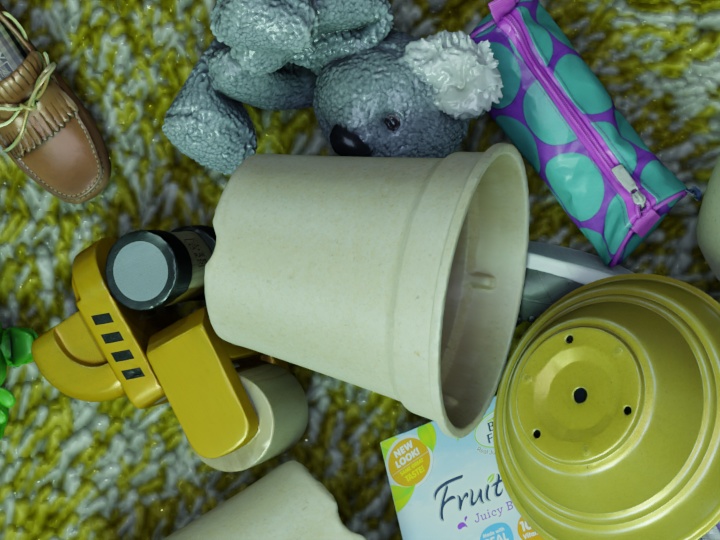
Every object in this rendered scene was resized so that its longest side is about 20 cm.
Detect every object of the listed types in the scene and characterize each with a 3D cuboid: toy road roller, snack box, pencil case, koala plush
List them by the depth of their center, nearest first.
[{"bbox_3d":[0.128,0.169,1.620,0.199,0.068,0.169,-22,68,23],"label":"snack box"},{"bbox_3d":[-0.004,-0.142,1.651,0.200,0.178,0.184,32,47,1],"label":"koala plush"},{"bbox_3d":[0.152,-0.104,1.667,0.085,0.092,0.200,-37,83,-9],"label":"pencil case"},{"bbox_3d":[-0.144,0.067,1.678,0.146,0.123,0.201,-31,84,17],"label":"toy road roller"}]

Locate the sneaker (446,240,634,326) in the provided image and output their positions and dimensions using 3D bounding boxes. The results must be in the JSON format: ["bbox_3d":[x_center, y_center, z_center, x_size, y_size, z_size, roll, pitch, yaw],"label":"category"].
[{"bbox_3d":[0.111,0.030,1.683,0.199,0.071,0.100,9,98,3],"label":"sneaker"}]

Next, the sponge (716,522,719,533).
[{"bbox_3d":[0.293,0.148,1.588,0.111,0.030,0.201,-31,97,-6],"label":"sponge"}]

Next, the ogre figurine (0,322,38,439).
[{"bbox_3d":[-0.289,0.055,1.687,0.098,0.120,0.201,-26,87,-1],"label":"ogre figurine"}]

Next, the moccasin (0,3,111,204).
[{"bbox_3d":[-0.255,-0.138,1.713,0.073,0.078,0.202,-30,85,3],"label":"moccasin"}]

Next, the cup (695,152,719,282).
[{"bbox_3d":[0.319,-0.041,1.617,0.143,0.200,0.200,-43,84,27],"label":"cup"}]

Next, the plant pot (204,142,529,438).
[{"bbox_3d":[0.000,0.000,1.577,0.183,0.200,0.201,10,88,18],"label":"plant pot"}]

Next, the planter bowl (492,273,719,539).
[{"bbox_3d":[0.160,0.090,1.532,0.200,0.083,0.201,-9,71,28],"label":"planter bowl"}]

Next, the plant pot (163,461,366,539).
[{"bbox_3d":[-0.076,0.241,1.629,0.183,0.200,0.201,-39,85,-8],"label":"plant pot"}]

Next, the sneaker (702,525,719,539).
[{"bbox_3d":[0.273,0.228,1.651,0.200,0.074,0.079,44,111,-8],"label":"sneaker"}]
